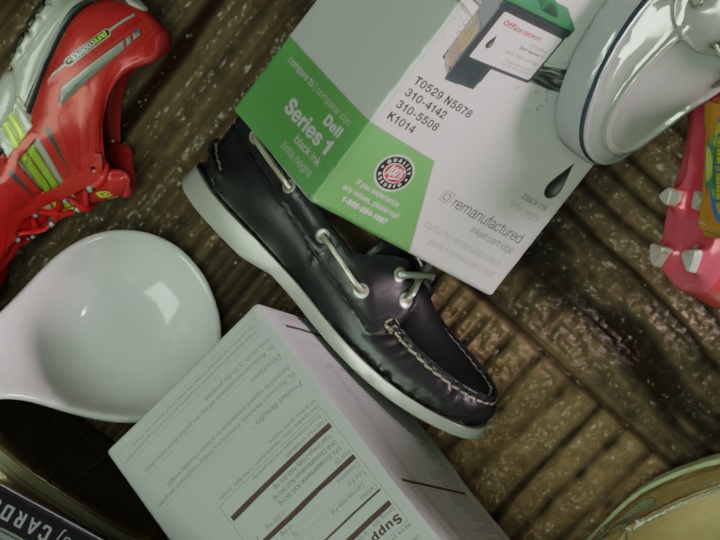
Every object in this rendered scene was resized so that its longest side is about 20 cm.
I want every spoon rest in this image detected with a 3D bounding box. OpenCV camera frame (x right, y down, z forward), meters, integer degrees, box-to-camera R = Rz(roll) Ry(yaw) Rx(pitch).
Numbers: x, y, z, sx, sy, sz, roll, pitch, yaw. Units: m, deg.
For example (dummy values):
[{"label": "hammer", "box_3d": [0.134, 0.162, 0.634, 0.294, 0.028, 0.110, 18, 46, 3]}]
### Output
[{"label": "spoon rest", "box_3d": [-0.160, 0.043, 1.212, 0.199, 0.061, 0.100, -20, 85, -23]}]

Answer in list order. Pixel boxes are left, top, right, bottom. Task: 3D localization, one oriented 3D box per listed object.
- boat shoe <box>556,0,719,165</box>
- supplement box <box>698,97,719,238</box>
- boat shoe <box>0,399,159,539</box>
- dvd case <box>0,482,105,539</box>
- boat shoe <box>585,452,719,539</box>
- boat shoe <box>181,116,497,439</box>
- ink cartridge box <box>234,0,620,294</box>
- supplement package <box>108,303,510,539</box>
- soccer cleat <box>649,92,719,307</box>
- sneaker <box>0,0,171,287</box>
[{"label": "boat shoe", "box_3d": [0.173, -0.119, 1.105, 0.200, 0.072, 0.066, -45, 49, 3]}, {"label": "supplement box", "box_3d": [0.262, -0.045, 1.134, 0.198, 0.069, 0.067, 0, 98, -11]}, {"label": "boat shoe", "box_3d": [-0.197, 0.098, 1.263, 0.199, 0.074, 0.067, 32, 114, 6]}, {"label": "dvd case", "box_3d": [-0.138, 0.162, 1.200, 0.149, 0.200, 0.025, 27, 69, 6]}, {"label": "boat shoe", "box_3d": [0.130, 0.163, 1.209, 0.199, 0.076, 0.072, -37, 90, 12]}, {"label": "boat shoe", "box_3d": [0.000, 0.000, 1.214, 0.200, 0.074, 0.060, 44, 107, 10]}, {"label": "ink cartridge box", "box_3d": [0.062, -0.108, 1.144, 0.200, 0.146, 0.084, -52, 46, 12]}, {"label": "supplement package", "box_3d": [-0.008, 0.132, 1.176, 0.110, 0.114, 0.200, -44, 66, 12]}, {"label": "soccer cleat", "box_3d": [0.197, -0.080, 1.182, 0.076, 0.067, 0.202, 12, 91, -31]}, {"label": "sneaker", "box_3d": [-0.158, -0.049, 1.232, 0.084, 0.077, 0.201, 27, 101, 0]}]
